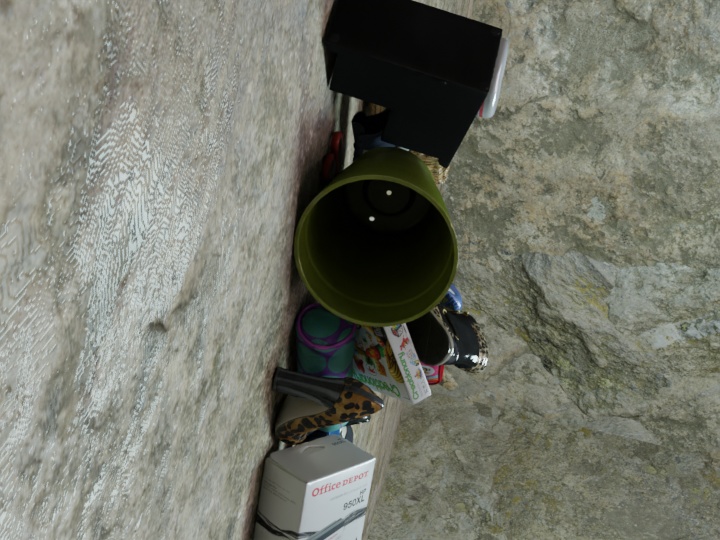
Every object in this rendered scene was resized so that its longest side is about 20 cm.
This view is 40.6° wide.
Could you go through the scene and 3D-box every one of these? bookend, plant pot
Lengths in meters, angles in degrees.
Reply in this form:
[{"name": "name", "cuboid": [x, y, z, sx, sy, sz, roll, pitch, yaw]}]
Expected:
[{"name": "bookend", "cuboid": [0.049, -0.236, 1.208, 0.200, 0.197, 0.093, 113, -7, -68]}, {"name": "plant pot", "cuboid": [0.028, -0.065, 1.247, 0.193, 0.198, 0.202, -77, 176, -62]}]

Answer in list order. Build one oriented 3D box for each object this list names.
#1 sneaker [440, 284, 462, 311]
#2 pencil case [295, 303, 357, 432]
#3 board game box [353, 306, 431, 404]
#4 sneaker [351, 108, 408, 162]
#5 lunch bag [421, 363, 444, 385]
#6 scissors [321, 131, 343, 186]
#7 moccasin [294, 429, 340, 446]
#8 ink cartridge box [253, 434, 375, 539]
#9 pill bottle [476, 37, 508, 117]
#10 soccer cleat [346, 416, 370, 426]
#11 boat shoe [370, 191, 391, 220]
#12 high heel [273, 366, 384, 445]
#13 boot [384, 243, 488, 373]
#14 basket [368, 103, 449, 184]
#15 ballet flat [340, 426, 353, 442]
[{"name": "sneaker", "cuboid": [0.079, -0.012, 1.456, 0.088, 0.199, 0.076, -42, 163, -42]}, {"name": "pencil case", "cuboid": [-0.047, 0.133, 1.352, 0.201, 0.084, 0.093, 92, 8, -48]}, {"name": "board game box", "cuboid": [0.017, 0.105, 1.336, 0.200, 0.034, 0.127, 5, -61, 65]}, {"name": "sneaker", "cuboid": [0.009, -0.168, 1.355, 0.200, 0.084, 0.075, -52, -159, 25]}, {"name": "lunch bag", "cuboid": [0.042, 0.124, 1.574, 0.177, 0.198, 0.083, 85, 15, -64]}, {"name": "scissors", "cuboid": [-0.037, -0.099, 1.327, 0.201, 0.014, 0.074, 91, 13, -51]}, {"name": "moccasin", "cuboid": [-0.076, 0.276, 1.440, 0.081, 0.067, 0.202, 54, 46, -70]}, {"name": "ink cartridge box", "cuboid": [-0.067, 0.343, 1.327, 0.144, 0.084, 0.202, -9, 114, -49]}, {"name": "pill bottle", "cuboid": [0.097, -0.282, 1.341, 0.109, 0.198, 0.110, 12, 90, -83]}, {"name": "soccer cleat", "cuboid": [-0.030, 0.207, 1.566, 0.200, 0.067, 0.074, 179, -95, -79]}, {"name": "boat shoe", "cuboid": [0.011, -0.114, 1.498, 0.200, 0.075, 0.073, -41, 114, -64]}, {"name": "high heel", "cuboid": [-0.040, 0.198, 1.287, 0.201, 0.141, 0.072, 90, 15, -57]}, {"name": "boot", "cuboid": [0.095, 0.059, 1.357, 0.073, 0.201, 0.150, -45, 146, 15]}, {"name": "basket", "cuboid": [0.086, -0.254, 1.523, 0.149, 0.141, 0.202, 76, 24, -78]}, {"name": "ballet flat", "cuboid": [-0.054, 0.292, 1.623, 0.200, 0.072, 0.074, -62, 163, -57]}]
